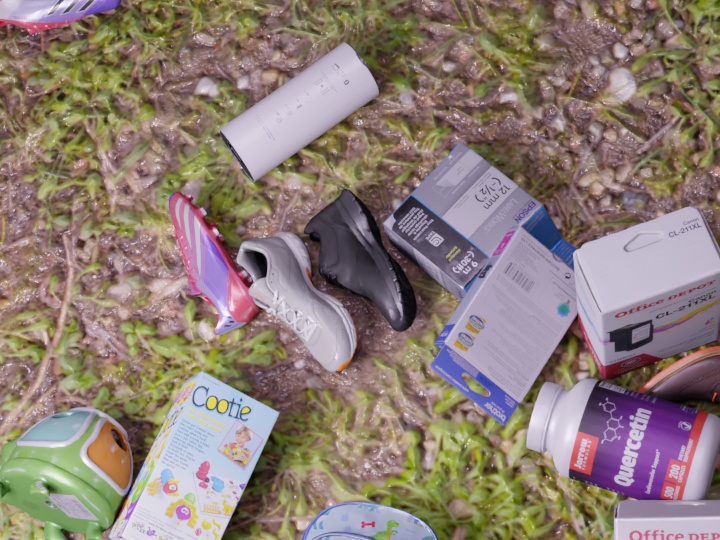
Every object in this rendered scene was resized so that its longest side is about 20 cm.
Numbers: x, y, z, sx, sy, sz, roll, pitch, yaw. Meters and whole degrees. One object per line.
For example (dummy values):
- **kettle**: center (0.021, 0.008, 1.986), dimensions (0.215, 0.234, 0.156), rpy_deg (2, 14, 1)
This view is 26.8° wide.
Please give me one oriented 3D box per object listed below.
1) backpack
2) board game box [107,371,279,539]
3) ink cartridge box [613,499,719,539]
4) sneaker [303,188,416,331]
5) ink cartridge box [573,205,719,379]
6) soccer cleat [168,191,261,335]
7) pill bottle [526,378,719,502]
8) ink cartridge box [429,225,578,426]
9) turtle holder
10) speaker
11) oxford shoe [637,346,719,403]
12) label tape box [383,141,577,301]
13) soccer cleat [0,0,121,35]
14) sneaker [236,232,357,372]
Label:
- **backpack**: center (0.002, 0.350, 1.607), dimensions (0.182, 0.147, 0.201), rpy_deg (14, 67, 13)
- **board game box**: center (-0.188, 0.231, 1.699), dimensions (0.104, 0.103, 0.201), rpy_deg (29, 72, -11)
- **ink cartridge box**: center (0.334, 0.341, 1.543), dimensions (0.147, 0.086, 0.201), rpy_deg (-3, 93, 11)
- **sneaker**: center (0.000, 0.000, 1.812), dimensions (0.091, 0.076, 0.201), rpy_deg (-33, 57, 6)
- **ink cartridge box**: center (0.316, 0.029, 1.660), dimensions (0.145, 0.200, 0.083), rpy_deg (-20, 64, 1)
- **soccer cleat**: center (-0.193, -0.012, 1.850), dimensions (0.076, 0.067, 0.200), rpy_deg (-36, 68, -1)
- **pill bottle**: center (0.287, 0.186, 1.645), dimensions (0.199, 0.113, 0.113), rpy_deg (15, 70, 17)
- **ink cartridge box**: center (0.169, 0.063, 1.731), dimensions (0.119, 0.042, 0.201), rpy_deg (38, 73, -13)
- **turtle holder**: center (-0.339, 0.234, 1.740), dimensions (0.141, 0.185, 0.132), rpy_deg (34, 57, -14)
- **speaker**: center (-0.078, -0.199, 1.900), dimensions (0.200, 0.081, 0.081), rpy_deg (-36, 65, -6)
- **oxford shoe**: center (0.407, 0.123, 1.676), dimensions (0.199, 0.071, 0.073), rpy_deg (-19, 69, 1)
- **label tape box**: center (0.148, -0.037, 1.796), dimensions (0.200, 0.066, 0.143), rpy_deg (39, 78, 25)
- **soccer cleat**: center (-0.419, -0.354, 2.049), dimensions (0.199, 0.068, 0.074), rpy_deg (2, 90, 7)
- **sneaker**: center (-0.083, 0.042, 1.777), dimensions (0.200, 0.092, 0.076), rpy_deg (55, 127, 27)
